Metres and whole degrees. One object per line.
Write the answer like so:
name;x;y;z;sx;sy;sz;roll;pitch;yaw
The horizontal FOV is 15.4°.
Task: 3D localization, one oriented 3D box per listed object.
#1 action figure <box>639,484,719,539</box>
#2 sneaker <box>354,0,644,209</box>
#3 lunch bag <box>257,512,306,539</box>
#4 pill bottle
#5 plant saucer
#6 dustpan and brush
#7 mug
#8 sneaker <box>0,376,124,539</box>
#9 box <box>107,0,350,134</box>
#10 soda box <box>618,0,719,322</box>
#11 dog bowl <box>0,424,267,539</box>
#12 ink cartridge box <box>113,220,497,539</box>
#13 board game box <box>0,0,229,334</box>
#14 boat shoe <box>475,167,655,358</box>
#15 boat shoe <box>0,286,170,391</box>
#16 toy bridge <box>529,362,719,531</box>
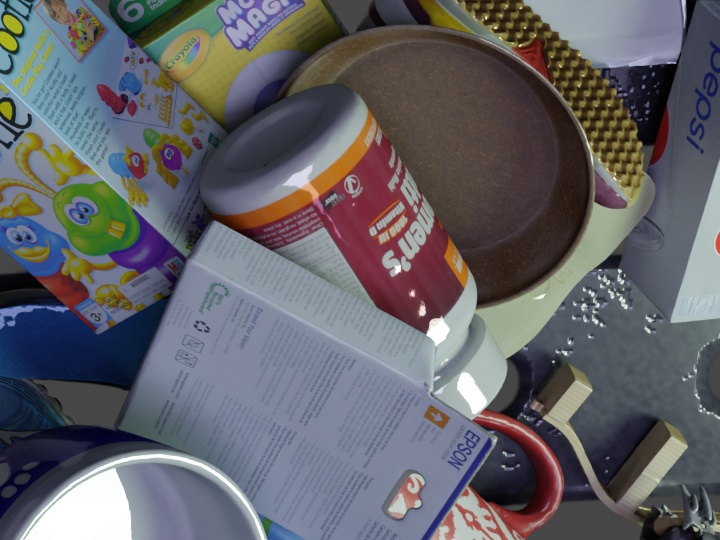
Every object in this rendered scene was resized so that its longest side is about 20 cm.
action figure;0.176;0.215;1.738;0.200;0.130;0.069;-27;117;28
sneaker;0.086;-0.104;1.616;0.090;0.075;0.200;-36;103;34
lunch bag;-0.104;0.185;1.655;0.200;0.094;0.151;42;137;12
pill bottle;0.000;0.000;1.548;0.109;0.110;0.200;-33;114;1
plant saucer;0.043;-0.066;1.581;0.200;0.037;0.201;7;125;10
dustpan and brush;0.127;-0.225;1.616;0.139;0.057;0.201;-3;120;3
mug;0.028;0.160;1.718;0.133;0.178;0.200;-27;115;38
sneaker;-0.211;0.117;1.603;0.090;0.200;0.079;-16;121;-54
box;-0.056;-0.113;1.617;0.117;0.048;0.200;-34;112;1
soda box;0.226;-0.068;1.657;0.063;0.068;0.200;-6;127;-28
dog bowl;-0.150;0.190;1.501;0.200;0.079;0.201;-10;106;-38
ink cartridge box;-0.030;0.082;1.533;0.200;0.041;0.200;31;142;1
board game box;-0.176;-0.077;1.548;0.103;0.105;0.200;-28;117;38
boat shoe;0.096;-0.007;1.686;0.201;0.063;0.074;-44;134;6
boat shoe;-0.142;0.032;1.642;0.199;0.069;0.084;12;105;-14
toy bridge;0.190;0.133;1.774;0.200;0.027;0.067;31;106;-24
